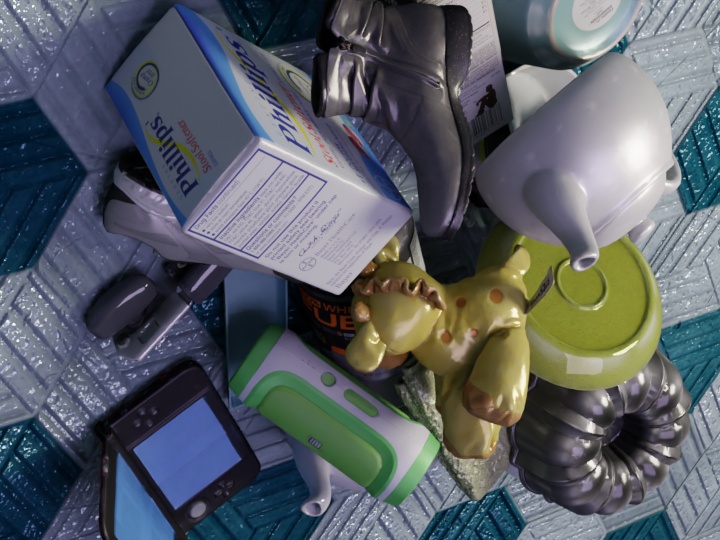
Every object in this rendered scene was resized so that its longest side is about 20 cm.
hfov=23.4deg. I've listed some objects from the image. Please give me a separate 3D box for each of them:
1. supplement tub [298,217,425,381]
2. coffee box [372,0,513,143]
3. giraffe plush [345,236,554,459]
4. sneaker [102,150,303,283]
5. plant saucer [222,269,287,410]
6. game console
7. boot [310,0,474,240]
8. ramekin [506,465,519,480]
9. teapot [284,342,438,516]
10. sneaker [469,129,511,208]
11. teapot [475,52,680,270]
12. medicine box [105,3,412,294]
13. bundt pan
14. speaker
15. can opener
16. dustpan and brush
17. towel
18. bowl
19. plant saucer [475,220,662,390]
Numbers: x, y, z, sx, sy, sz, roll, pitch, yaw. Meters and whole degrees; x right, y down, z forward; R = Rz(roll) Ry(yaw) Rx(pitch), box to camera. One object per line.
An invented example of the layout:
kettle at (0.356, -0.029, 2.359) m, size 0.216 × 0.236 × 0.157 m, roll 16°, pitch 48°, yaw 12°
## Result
supplement tub at (0.000, 0.000, 1.645) m, size 0.122 × 0.122 × 0.201 m, roll -32°, pitch 136°, yaw -16°
coffee box at (0.060, -0.214, 1.533) m, size 0.080 × 0.113 × 0.201 m, roll -32°, pitch 136°, yaw -15°
giraffe plush at (0.062, 0.054, 1.542) m, size 0.161 × 0.173 × 0.201 m, roll 11°, pitch 126°, yaw -12°
sneaker at (-0.131, -0.035, 1.518) m, size 0.199 × 0.074 × 0.079 m, roll 23°, pitch 121°, yaw -17°
plant saucer at (-0.103, 0.045, 1.673) m, size 0.070 × 0.019 × 0.201 m, roll -21°, pitch 132°, yaw -26°
game console at (-0.169, 0.218, 1.678) m, size 0.172 × 0.119 × 0.200 m, roll -37°, pitch 139°, yaw -11°
boot at (0.021, -0.125, 1.413) m, size 0.131 × 0.070 × 0.201 m, roll 1°, pitch 84°, yaw -21°
ramekin at (0.228, 0.135, 1.883) m, size 0.200 × 0.200 × 0.098 m, roll -24°, pitch 135°, yaw -24°
teapot at (0.029, 0.151, 1.772) m, size 0.197 × 0.146 × 0.201 m, roll 19°, pitch 107°, yaw -47°
sneaker at (0.147, -0.096, 1.752) m, size 0.082 × 0.072 × 0.200 m, roll -17°, pitch 158°, yaw 26°
teapot at (0.213, -0.089, 1.570) m, size 0.200 × 0.146 × 0.197 m, roll -41°, pitch 178°, yaw -10°
medicine box at (-0.084, -0.098, 1.439) m, size 0.103 × 0.182 × 0.200 m, roll -46°, pitch 141°, yaw 17°
bundt pan at (0.251, 0.160, 1.741) m, size 0.201 × 0.076 × 0.203 m, roll -13°, pitch 118°, yaw -27°
speaker at (-0.026, 0.137, 1.650) m, size 0.089 × 0.200 × 0.088 m, roll -54°, pitch -179°, yaw 1°
can opener at (-0.157, 0.000, 1.565) m, size 0.200 × 0.053 × 0.066 m, roll -45°, pitch 138°, yaw -3°
dustpan and brush at (0.212, -0.155, 1.736) m, size 0.200 × 0.057 × 0.140 m, roll -39°, pitch 114°, yaw -59°
towel at (0.118, 0.123, 1.710) m, size 0.148 × 0.036 × 0.200 m, roll -44°, pitch 130°, yaw -20°
bowl at (0.187, -0.266, 1.605) m, size 0.200 × 0.105 × 0.202 m, roll -22°, pitch 133°, yaw -25°
plant saucer at (0.209, 0.018, 1.686) m, size 0.199 × 0.201 × 0.031 m, roll -20°, pitch 163°, yaw -27°
